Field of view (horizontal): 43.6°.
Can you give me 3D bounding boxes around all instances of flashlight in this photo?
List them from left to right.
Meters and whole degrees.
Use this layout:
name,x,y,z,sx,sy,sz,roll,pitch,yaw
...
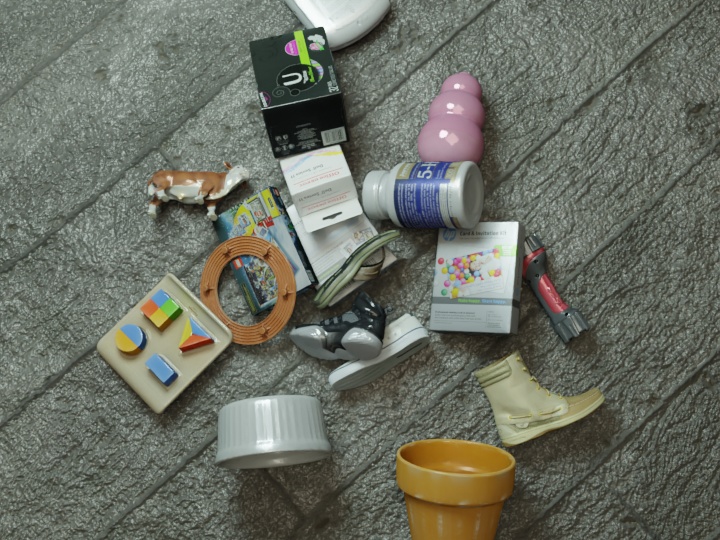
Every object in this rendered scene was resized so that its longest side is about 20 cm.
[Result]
name,x,y,z,sx,sy,sz,roll,pitch,yaw
flashlight,0.345,0.032,1.638,0.068,0.068,0.200,-32,79,1

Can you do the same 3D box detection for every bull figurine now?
name,x,y,z,sx,sy,sz,roll,pitch,yaw
bull figurine,-0.304,-0.150,1.679,0.199,0.065,0.122,-2,37,9

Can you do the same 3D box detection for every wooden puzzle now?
name,x,y,z,sx,sy,sz,roll,pitch,yaw
wooden puzzle,-0.361,0.129,1.638,0.185,0.046,0.200,42,84,16

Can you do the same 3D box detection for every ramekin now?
name,x,y,z,sx,sy,sz,roll,pitch,yaw
ramekin,-0.152,0.278,1.545,0.200,0.201,0.098,-7,71,0

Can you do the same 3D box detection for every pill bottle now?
name,x,y,z,sx,sy,sz,roll,pitch,yaw
pill bottle,0.111,-0.136,1.625,0.200,0.120,0.120,2,79,27

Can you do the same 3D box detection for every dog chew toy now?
name,x,y,z,sx,sy,sz,roll,pitch,yaw
dog chew toy,0.177,-0.278,1.676,0.124,0.125,0.200,11,73,4

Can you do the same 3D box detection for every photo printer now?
name,x,y,z,sx,sy,sz,roll,pitch,yaw
photo printer,-0.052,-0.535,1.750,0.166,0.069,0.200,-38,81,-5

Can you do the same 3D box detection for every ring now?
name,x,y,z,sx,sy,sz,roll,pitch,yaw
ring,-0.209,0.036,1.638,0.200,0.019,0.201,1,91,24

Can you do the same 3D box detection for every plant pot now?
name,x,y,z,sx,sy,sz,roll,pitch,yaw
plant pot,0.157,0.402,1.525,0.200,0.200,0.184,3,96,2

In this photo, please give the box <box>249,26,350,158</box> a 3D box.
name,x,y,z,sx,sy,sz,roll,pitch,yaw
box,-0.112,-0.329,1.650,0.148,0.124,0.200,-13,51,-2

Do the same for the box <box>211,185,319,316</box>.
name,x,y,z,sx,sy,sz,roll,pitch,yaw
box,-0.177,-0.035,1.654,0.136,0.038,0.200,-28,80,21

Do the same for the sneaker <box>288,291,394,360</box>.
name,x,y,z,sx,sy,sz,roll,pitch,yaw
sneaker,-0.030,0.099,1.620,0.200,0.076,0.114,1,48,36

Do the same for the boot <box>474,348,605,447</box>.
name,x,y,z,sx,sy,sz,roll,pitch,yaw
boot,0.318,0.209,1.604,0.200,0.073,0.156,-23,83,3

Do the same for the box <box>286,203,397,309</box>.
name,x,y,z,sx,sy,sz,roll,pitch,yaw
box,-0.051,-0.053,1.678,0.156,0.041,0.200,-36,81,-5

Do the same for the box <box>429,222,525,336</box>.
name,x,y,z,sx,sy,sz,roll,pitch,yaw
box,0.211,0.014,1.620,0.156,0.041,0.201,1,78,30

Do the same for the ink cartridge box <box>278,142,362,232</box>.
name,x,y,z,sx,sy,sz,roll,pitch,yaw
ink cartridge box,-0.079,-0.174,1.644,0.117,0.067,0.200,-20,51,-2

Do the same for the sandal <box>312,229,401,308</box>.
name,x,y,z,sx,sy,sz,roll,pitch,yaw
sandal,-0.001,0.001,1.616,0.201,0.080,0.057,-45,99,1

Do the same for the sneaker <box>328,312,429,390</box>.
name,x,y,z,sx,sy,sz,roll,pitch,yaw
sneaker,0.026,0.147,1.633,0.200,0.073,0.071,-28,58,-5
